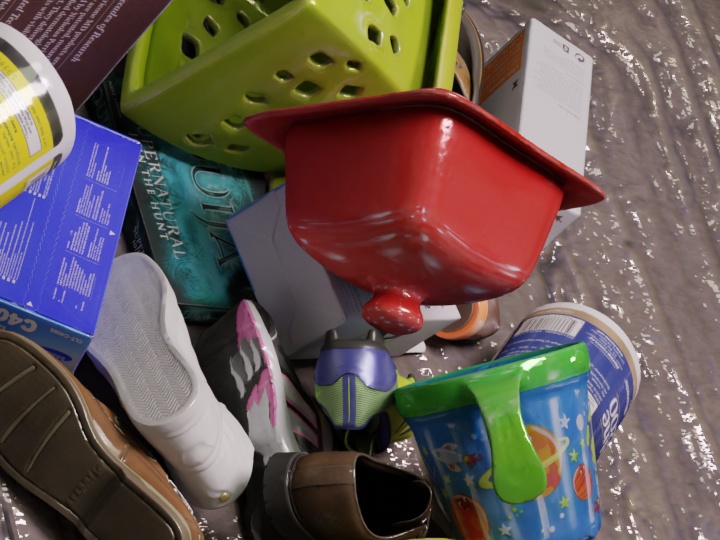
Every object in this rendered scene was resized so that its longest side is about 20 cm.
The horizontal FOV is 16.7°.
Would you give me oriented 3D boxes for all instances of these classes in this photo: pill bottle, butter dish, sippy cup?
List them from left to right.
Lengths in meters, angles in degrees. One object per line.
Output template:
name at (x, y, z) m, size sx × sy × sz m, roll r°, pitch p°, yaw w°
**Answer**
pill bottle at (-0.288, -0.069, 1.581) m, size 0.113 × 0.112 × 0.200 m, roll 50°, pitch 55°, yaw 1°
butter dish at (0.035, -0.028, 1.693) m, size 0.200 × 0.199 × 0.149 m, roll 30°, pitch 64°, yaw -43°
sippy cup at (0.102, 0.127, 1.654) m, size 0.177 × 0.139 × 0.131 m, roll -14°, pitch 90°, yaw -53°
pill bottle at (0.131, 0.117, 1.855) m, size 0.111 × 0.111 × 0.200 m, roll 46°, pitch 38°, yaw -4°

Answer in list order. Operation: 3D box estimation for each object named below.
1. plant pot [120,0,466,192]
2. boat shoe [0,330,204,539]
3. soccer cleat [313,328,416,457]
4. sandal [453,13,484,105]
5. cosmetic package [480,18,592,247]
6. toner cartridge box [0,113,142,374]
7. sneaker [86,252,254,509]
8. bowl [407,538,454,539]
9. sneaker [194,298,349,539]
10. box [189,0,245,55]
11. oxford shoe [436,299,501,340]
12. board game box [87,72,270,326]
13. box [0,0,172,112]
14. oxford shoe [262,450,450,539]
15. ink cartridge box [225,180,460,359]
plant pot at (-0.037, -0.177, 1.814) m, size 0.181 × 0.199 × 0.200 m, roll 37°, pitch 44°, yaw -32°
boat shoe at (-0.179, 0.123, 1.596) m, size 0.200 × 0.072 × 0.068 m, roll 51°, pitch 12°, yaw 11°
soccer cleat at (0.004, 0.101, 1.736) m, size 0.200 × 0.064 × 0.084 m, roll 60°, pitch 31°, yaw -71°
sandal at (0.057, -0.150, 2.030) m, size 0.055 × 0.081 × 0.201 m, roll 38°, pitch 42°, yaw -46°
cosmetic package at (0.132, -0.103, 2.048) m, size 0.071 × 0.101 × 0.201 m, roll 31°, pitch 41°, yaw -21°
toner cartridge box at (-0.214, -0.028, 1.677) m, size 0.094 × 0.043 × 0.201 m, roll 22°, pitch 42°, yaw -12°
sneaker at (-0.132, 0.081, 1.674) m, size 0.116 × 0.073 × 0.200 m, roll 62°, pitch 1°, yaw -38°
bowl at (0.030, 0.264, 1.620) m, size 0.200 × 0.201 × 0.108 m, roll 34°, pitch -2°, yaw -18°
sneaker at (-0.052, 0.120, 1.718) m, size 0.086 × 0.080 × 0.201 m, roll -1°, pitch 70°, yaw -52°
box at (-0.074, -0.234, 2.003) m, size 0.199 × 0.044 × 0.161 m, roll -7°, pitch 63°, yaw -47°
oxford shoe at (0.057, -0.034, 1.957) m, size 0.073 × 0.071 × 0.201 m, roll 13°, pitch 55°, yaw -60°
board game box at (-0.121, -0.051, 1.817) m, size 0.135 × 0.028 × 0.201 m, roll 6°, pitch 56°, yaw -41°
box at (-0.265, -0.224, 1.708) m, size 0.199 × 0.164 × 0.167 m, roll 3°, pitch 54°, yaw -42°
oxford shoe at (0.020, 0.173, 1.646) m, size 0.200 × 0.084 × 0.073 m, roll 34°, pitch 51°, yaw -54°
ink cartridge box at (0.000, 0.000, 1.828) m, size 0.200 × 0.068 × 0.116 m, roll 1°, pitch 62°, yaw -57°
